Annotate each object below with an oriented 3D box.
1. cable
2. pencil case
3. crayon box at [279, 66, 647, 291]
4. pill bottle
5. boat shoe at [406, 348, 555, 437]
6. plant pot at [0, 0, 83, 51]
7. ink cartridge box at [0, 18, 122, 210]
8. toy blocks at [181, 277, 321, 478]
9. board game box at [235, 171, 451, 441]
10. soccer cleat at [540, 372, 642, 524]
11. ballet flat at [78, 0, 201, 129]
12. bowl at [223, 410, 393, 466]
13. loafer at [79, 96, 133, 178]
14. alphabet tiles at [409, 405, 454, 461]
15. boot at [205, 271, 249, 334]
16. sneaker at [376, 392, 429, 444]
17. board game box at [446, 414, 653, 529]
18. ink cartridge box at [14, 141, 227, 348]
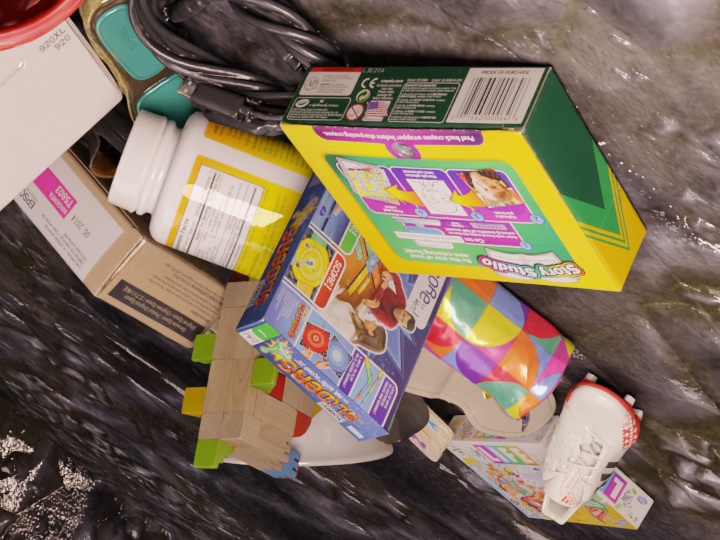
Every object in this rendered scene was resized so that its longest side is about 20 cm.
[{"bbox_3d":[-0.076,-0.161,1.299,0.199,0.051,0.164,19,148,30],"label":"cable"},{"bbox_3d":[0.080,0.040,1.448,0.200,0.089,0.088,40,161,-8],"label":"pencil case"},{"bbox_3d":[0.071,-0.063,1.212,0.199,0.059,0.173,5,148,37],"label":"crayon box"},{"bbox_3d":[-0.094,-0.056,1.406,0.198,0.110,0.109,21,162,-6],"label":"pill bottle"},{"bbox_3d":[0.091,0.086,1.560,0.199,0.073,0.063,24,-158,-35],"label":"boat shoe"},{"bbox_3d":[-0.289,-0.250,1.198,0.200,0.201,0.182,46,162,-30],"label":"plant pot"},{"bbox_3d":[-0.322,-0.174,1.450,0.200,0.147,0.145,36,167,47],"label":"ink cartridge box"},{"bbox_3d":[-0.080,0.105,1.666,0.099,0.202,0.136,-4,157,33],"label":"toy blocks"},{"bbox_3d":[0.000,0.005,1.320,0.135,0.201,0.034,43,141,-24],"label":"board game box"},{"bbox_3d":[0.192,0.158,1.535,0.068,0.085,0.200,30,158,12],"label":"soccer cleat"},{"bbox_3d":[-0.170,-0.166,1.420,0.070,0.071,0.201,23,157,31],"label":"ballet flat"},{"bbox_3d":[-0.066,0.141,1.808,0.199,0.091,0.201,-1,-179,0],"label":"bowl"},{"bbox_3d":[-0.223,-0.118,1.599,0.199,0.073,0.073,16,156,46],"label":"loafer"},{"bbox_3d":[0.018,0.110,1.796,0.195,0.015,0.200,43,163,9],"label":"alphabet tiles"},{"bbox_3d":[-0.112,0.059,1.783,0.075,0.108,0.200,32,163,17],"label":"boot"},{"bbox_3d":[-0.018,0.076,1.652,0.201,0.080,0.086,56,179,-32],"label":"sneaker"},{"bbox_3d":[0.177,0.194,1.735,0.134,0.034,0.200,41,161,-17],"label":"board game box"},{"bbox_3d":[-0.230,-0.035,1.671,0.200,0.075,0.165,47,-173,34],"label":"ink cartridge box"}]
